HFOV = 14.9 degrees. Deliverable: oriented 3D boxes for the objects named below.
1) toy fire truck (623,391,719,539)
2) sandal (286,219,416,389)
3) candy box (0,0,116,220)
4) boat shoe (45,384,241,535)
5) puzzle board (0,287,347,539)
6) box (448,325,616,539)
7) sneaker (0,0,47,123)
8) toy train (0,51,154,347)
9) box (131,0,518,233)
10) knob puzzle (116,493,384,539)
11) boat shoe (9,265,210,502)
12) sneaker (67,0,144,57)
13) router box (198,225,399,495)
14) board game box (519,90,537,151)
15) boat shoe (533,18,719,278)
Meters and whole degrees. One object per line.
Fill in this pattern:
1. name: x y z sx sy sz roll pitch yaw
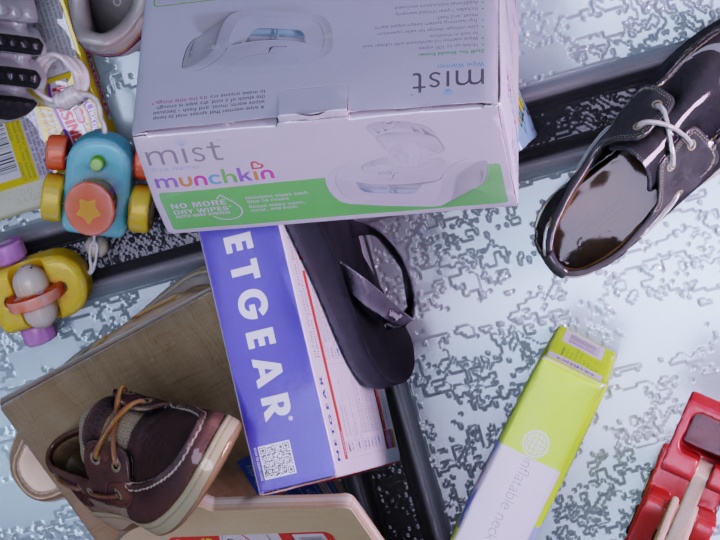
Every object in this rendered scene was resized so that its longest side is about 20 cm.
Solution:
1. toy fire truck: 0.183 0.165 1.644 0.049 0.141 0.201 22 100 5
2. sandal: 0.000 0.000 1.605 0.043 0.076 0.200 -14 139 13
3. candy box: -0.222 -0.137 1.724 0.102 0.026 0.201 -16 95 8
4. boat shoe: -0.133 0.106 1.589 0.072 0.200 0.072 34 72 -15
5. puzzle board: -0.109 0.116 1.701 0.150 0.017 0.200 -28 121 6
6. box: 0.091 0.139 1.664 0.048 0.122 0.201 26 100 4
7. sneaker: -0.229 -0.193 1.671 0.081 0.075 0.201 9 87 39
8. toy train: -0.219 -0.032 1.699 0.150 0.056 0.200 44 107 -10
9. box: -0.015 -0.123 1.505 0.199 0.097 0.177 -5 54 8
10. knob puzzle: -0.064 0.181 1.688 0.219 0.220 0.031 6 57 8
11. boat shoe: -0.151 0.073 1.719 0.074 0.069 0.200 45 102 0
12. sneaker: -0.136 -0.228 1.666 0.075 0.090 0.201 7 99 8
13. router box: -0.038 0.026 1.625 0.049 0.179 0.201 -14 86 12
14. board game box: 0.019 -0.151 1.645 0.103 0.105 0.201 -21 93 11
15. boat shoe: 0.182 -0.073 1.651 0.072 0.068 0.200 43 100 3
